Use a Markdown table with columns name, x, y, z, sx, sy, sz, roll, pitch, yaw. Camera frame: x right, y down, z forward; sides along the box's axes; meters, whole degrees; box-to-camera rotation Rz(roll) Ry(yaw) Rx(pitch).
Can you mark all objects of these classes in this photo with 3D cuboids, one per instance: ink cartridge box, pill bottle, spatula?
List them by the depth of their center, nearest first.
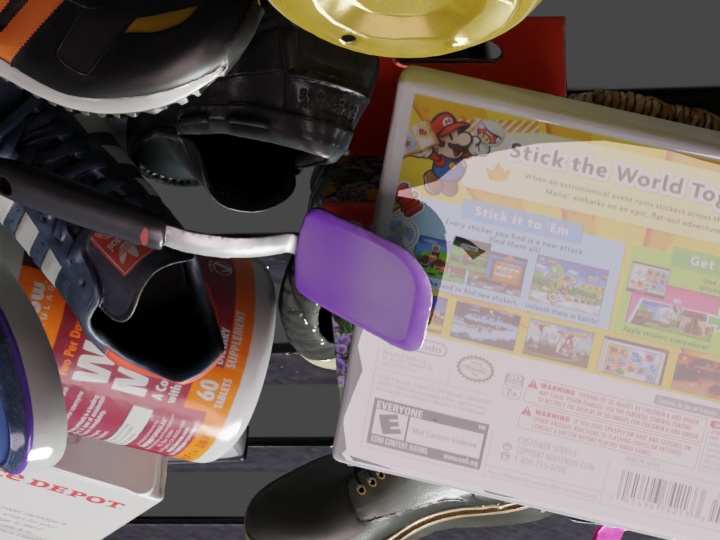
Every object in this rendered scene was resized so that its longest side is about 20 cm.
| name | x | y | z | sx | sy | sz | roll | pitch | yaw |
| --- | --- | --- | --- | --- | --- | --- | --- | --- | --- |
| spatula | -0.065 | -0.015 | 0.981 | 0.199 | 0.021 | 0.057 | 15 | 136 | 4 |
| ink cartridge box | 0.041 | -0.009 | 1.027 | 0.108 | 0.050 | 0.201 | 0 | 119 | 10 |
| pill bottle | -0.151 | 0.021 | 1.154 | 0.199 | 0.110 | 0.110 | 15 | 150 | -21 |
| ink cartridge box | -0.209 | 0.099 | 1.281 | 0.145 | 0.085 | 0.200 | 19 | 148 | -26 |

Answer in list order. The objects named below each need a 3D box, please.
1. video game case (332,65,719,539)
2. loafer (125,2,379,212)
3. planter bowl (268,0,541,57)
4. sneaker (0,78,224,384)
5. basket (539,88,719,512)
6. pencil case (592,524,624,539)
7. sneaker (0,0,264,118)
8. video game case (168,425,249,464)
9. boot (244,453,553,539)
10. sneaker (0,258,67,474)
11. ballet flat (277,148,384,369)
| name | x | y | z | sx | sy | sz | roll | pitch | yaw |
| --- | --- | --- | --- | --- | --- | --- | --- | --- | --- |
| video game case | 0.098 | 0.020 | 0.989 | 0.199 | 0.023 | 0.183 | 13 | 115 | 6 |
| loafer | -0.054 | -0.059 | 1.005 | 0.068 | 0.071 | 0.200 | 15 | 165 | -23 |
| planter bowl | 0.015 | -0.136 | 0.863 | 0.199 | 0.084 | 0.201 | 4 | 152 | 2 |
| sneaker | -0.120 | -0.028 | 1.031 | 0.200 | 0.075 | 0.084 | 53 | 170 | -33 |
| basket | 0.142 | 0.000 | 1.124 | 0.142 | 0.150 | 0.200 | -20 | 163 | -29 |
| pencil case | 0.195 | 0.081 | 1.247 | 0.088 | 0.089 | 0.200 | 25 | 146 | -34 |
| sneaker | -0.132 | -0.119 | 0.880 | 0.199 | 0.070 | 0.090 | 18 | 157 | 32 |
| video game case | -0.182 | 0.066 | 1.332 | 0.199 | 0.026 | 0.181 | -3 | 151 | 14 |
| boot | 0.010 | 0.097 | 1.328 | 0.199 | 0.078 | 0.138 | -18 | 143 | 12 |
| sneaker | -0.231 | 0.020 | 1.012 | 0.146 | 0.201 | 0.081 | -21 | 163 | -35 |
| ballet flat | 0.000 | 0.000 | 1.132 | 0.057 | 0.066 | 0.200 | 43 | 155 | 17 |
